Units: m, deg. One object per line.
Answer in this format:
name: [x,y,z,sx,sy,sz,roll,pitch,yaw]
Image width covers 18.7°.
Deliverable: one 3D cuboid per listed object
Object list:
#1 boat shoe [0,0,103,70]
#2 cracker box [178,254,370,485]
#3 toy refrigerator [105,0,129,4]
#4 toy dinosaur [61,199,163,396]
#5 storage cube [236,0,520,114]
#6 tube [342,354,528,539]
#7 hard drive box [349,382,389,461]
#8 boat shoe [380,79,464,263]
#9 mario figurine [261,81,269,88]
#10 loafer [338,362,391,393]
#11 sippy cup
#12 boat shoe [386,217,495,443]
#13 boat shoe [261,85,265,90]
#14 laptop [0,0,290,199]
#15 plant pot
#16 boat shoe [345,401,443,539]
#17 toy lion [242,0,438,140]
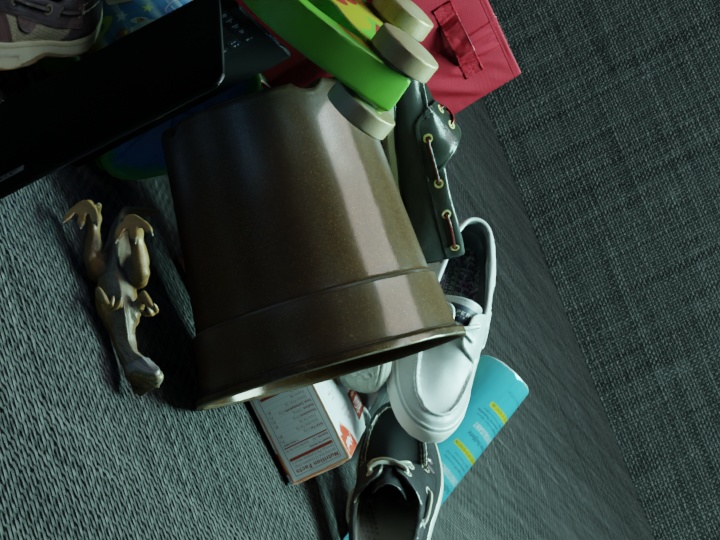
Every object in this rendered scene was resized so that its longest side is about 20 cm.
boat shoe: [-0.215,-0.181,1.443,0.072,0.065,0.200,30,22,9]
cracker box: [-0.065,0.056,1.737,0.201,0.057,0.134,64,10,-6]
toy refrigerator: [-0.136,-0.264,1.579,0.200,0.069,0.076,-62,140,-60]
toy dinosaur: [-0.165,-0.006,1.471,0.107,0.060,0.201,88,-3,-46]
storage cube: [-0.006,-0.208,1.724,0.201,0.179,0.171,60,2,32]
tube: [0.062,0.162,1.819,0.050,0.200,0.078,25,-19,46]
hard drive box: [0.007,0.037,1.878,0.156,0.076,0.201,114,-39,-57]
boat shoe: [0.041,-0.101,1.621,0.074,0.063,0.203,-112,-165,-70]
mario figurine: [-0.128,-0.130,1.865,0.200,0.122,0.107,-104,-153,-72]
loafer: [0.000,0.000,1.703,0.070,0.069,0.201,-44,137,-50]
sippy cup: [-0.161,-0.159,1.609,0.131,0.139,0.178,58,-5,22]
boat shoe: [0.074,0.043,1.756,0.072,0.069,0.201,25,51,-6]
boat shoe: [-0.115,-0.165,1.751,0.200,0.071,0.091,43,33,12]
laptop: [-0.141,-0.095,1.414,0.104,0.176,0.200,69,13,20]
plant pot: [-0.045,-0.022,1.557,0.200,0.199,0.200,5,70,-77]
boat shoe: [0.023,0.185,1.730,0.060,0.073,0.201,75,21,-55]
toy lion: [-0.043,-0.187,1.471,0.191,0.069,0.200,36,15,-11]
